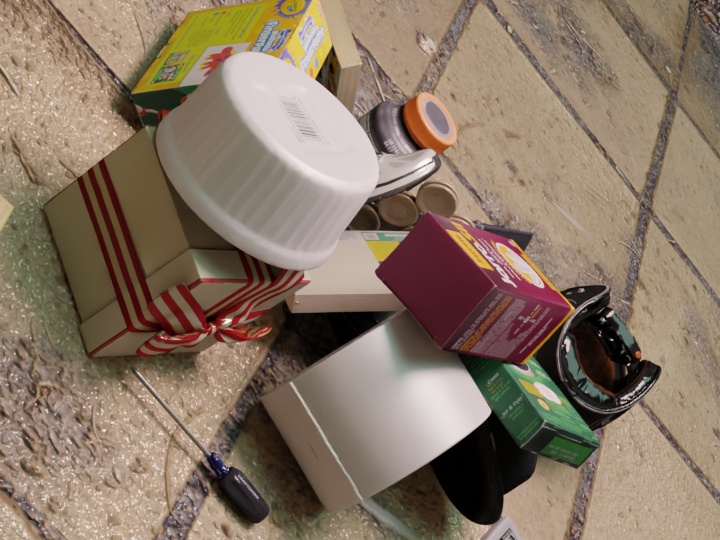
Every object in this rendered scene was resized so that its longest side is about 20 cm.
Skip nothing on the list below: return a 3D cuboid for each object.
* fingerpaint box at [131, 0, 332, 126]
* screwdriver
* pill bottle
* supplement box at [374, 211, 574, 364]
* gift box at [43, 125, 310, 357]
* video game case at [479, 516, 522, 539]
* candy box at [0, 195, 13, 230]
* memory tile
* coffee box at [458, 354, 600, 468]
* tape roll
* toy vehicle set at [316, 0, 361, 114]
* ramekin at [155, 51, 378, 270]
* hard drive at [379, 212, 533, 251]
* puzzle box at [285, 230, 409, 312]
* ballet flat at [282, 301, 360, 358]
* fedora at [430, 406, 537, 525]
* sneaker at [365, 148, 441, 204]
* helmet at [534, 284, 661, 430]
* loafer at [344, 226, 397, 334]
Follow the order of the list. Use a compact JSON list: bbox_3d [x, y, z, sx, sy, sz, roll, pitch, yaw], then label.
[{"bbox_3d":[-0.137,-0.223,1.598,0.201,0.165,0.074,-71,149,-52],"label":"fingerpaint box"},{"bbox_3d":[-0.153,0.163,1.382,0.029,0.028,0.201,-41,104,-29],"label":"screwdriver"},{"bbox_3d":[0.019,-0.131,1.715,0.106,0.199,0.107,34,39,-34],"label":"pill bottle"},{"bbox_3d":[0.119,0.021,1.452,0.111,0.086,0.199,49,18,26],"label":"supplement box"},{"bbox_3d":[-0.168,-0.020,1.369,0.184,0.199,0.188,-3,67,-50],"label":"gift box"},{"bbox_3d":[0.173,0.401,1.649,0.183,0.022,0.200,59,30,1],"label":"video game case"},{"bbox_3d":[-0.379,-0.021,1.200,0.115,0.055,0.201,44,35,-22],"label":"candy box"},{"bbox_3d":[0.078,-0.017,1.711,0.201,0.152,0.017,60,31,-30],"label":"memory tile"},{"bbox_3d":[0.163,0.118,1.544,0.123,0.044,0.200,25,23,-49],"label":"coffee box"},{"bbox_3d":[0.016,0.138,1.481,0.140,0.202,0.202,58,31,1],"label":"tape roll"},{"bbox_3d":[-0.039,-0.248,1.768,0.026,0.200,0.125,-13,67,-13],"label":"toy vehicle set"},{"bbox_3d":[-0.077,-0.106,1.317,0.200,0.098,0.201,33,28,-20],"label":"ramekin"},{"bbox_3d":[0.099,-0.051,1.792,0.134,0.199,0.043,5,96,-53],"label":"hard drive"},{"bbox_3d":[0.000,0.000,1.596,0.198,0.026,0.133,0,32,-21],"label":"puzzle box"},{"bbox_3d":[-0.007,0.090,1.626,0.200,0.057,0.067,44,35,-23],"label":"ballet flat"},{"bbox_3d":[0.138,0.180,1.626,0.091,0.201,0.202,-15,73,-22],"label":"fedora"},{"bbox_3d":[-0.016,-0.128,1.613,0.076,0.199,0.116,-85,157,-85],"label":"sneaker"},{"bbox_3d":[0.275,0.118,1.875,0.198,0.190,0.202,4,80,-21],"label":"helmet"},{"bbox_3d":[0.012,0.029,1.691,0.201,0.070,0.068,53,32,-10],"label":"loafer"}]
